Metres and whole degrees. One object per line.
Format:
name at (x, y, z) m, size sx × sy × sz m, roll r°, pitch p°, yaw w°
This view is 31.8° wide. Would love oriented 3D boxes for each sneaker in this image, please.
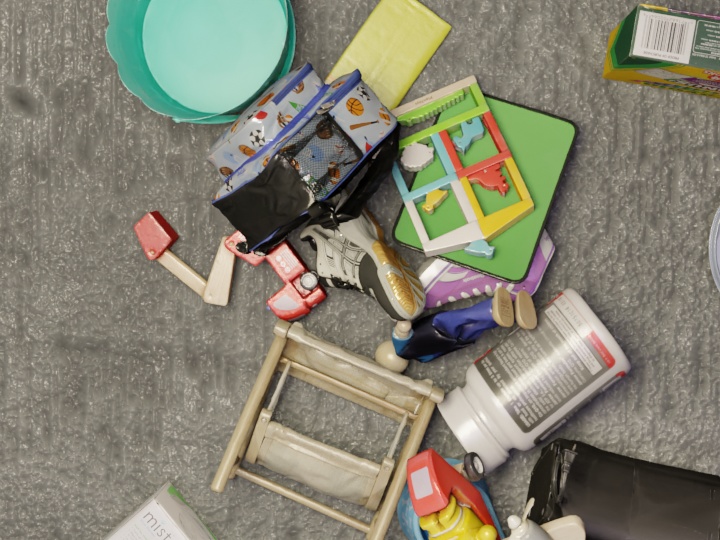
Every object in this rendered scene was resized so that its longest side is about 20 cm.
sneaker at (0.131, 0.016, 1.414) m, size 0.200 × 0.073 × 0.115 m, roll -40°, pitch 94°, yaw 4°
sneaker at (0.000, 0.000, 1.384) m, size 0.088 × 0.201 × 0.075 m, roll -43°, pitch 136°, yaw 10°

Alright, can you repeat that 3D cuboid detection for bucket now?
bucket at (-0.167, -0.261, 1.376) m, size 0.203 × 0.135 × 0.211 m, roll 0°, pitch 94°, yaw 3°

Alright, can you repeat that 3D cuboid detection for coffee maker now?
coffee maker at (0.287, 0.266, 1.362) m, size 0.197 × 0.192 × 0.137 m, roll 12°, pitch 85°, yaw 0°

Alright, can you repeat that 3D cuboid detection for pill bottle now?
pill bottle at (0.188, 0.124, 1.396) m, size 0.199 × 0.114 × 0.114 m, roll -38°, pitch 91°, yaw 4°

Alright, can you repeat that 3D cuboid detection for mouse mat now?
mouse mat at (0.138, -0.097, 1.395) m, size 0.159 × 0.008 × 0.202 m, roll 19°, pitch 75°, yaw 13°

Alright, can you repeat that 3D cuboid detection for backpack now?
backpack at (-0.058, -0.127, 1.337) m, size 0.190 × 0.199 × 0.155 m, roll -39°, pitch 102°, yaw -32°

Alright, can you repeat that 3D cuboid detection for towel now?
towel at (0.013, -0.218, 1.432) m, size 0.086 × 0.018 × 0.201 m, roll 35°, pitch 93°, yaw -5°

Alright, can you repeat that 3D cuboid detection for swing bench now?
swing bench at (-0.034, 0.181, 1.405) m, size 0.196 × 0.130 × 0.203 m, roll 23°, pitch 89°, yaw 1°

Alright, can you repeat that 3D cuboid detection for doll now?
doll at (0.090, 0.069, 1.386) m, size 0.199 × 0.135 × 0.049 m, roll -25°, pitch 67°, yaw 40°

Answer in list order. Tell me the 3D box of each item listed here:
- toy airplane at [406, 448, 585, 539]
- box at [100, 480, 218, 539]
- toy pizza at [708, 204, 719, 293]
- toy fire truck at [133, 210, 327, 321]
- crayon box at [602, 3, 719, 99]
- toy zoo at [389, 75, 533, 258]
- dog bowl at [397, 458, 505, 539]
toy airplane at (0.115, 0.305, 1.307) m, size 0.197 × 0.141 × 0.203 m, roll 21°, pitch 113°, yaw 15°
box at (-0.226, 0.378, 1.437) m, size 0.176 × 0.097 × 0.201 m, roll -41°, pitch 91°, yaw 3°
toy pizza at (0.488, -0.026, 1.416) m, size 0.197 × 0.032 × 0.204 m, roll 0°, pitch 94°, yaw 3°
toy fire truck at (-0.146, -0.010, 1.434) m, size 0.140 × 0.049 × 0.201 m, roll -37°, pitch 92°, yaw 4°
crayon box at (0.369, -0.223, 1.338) m, size 0.197 × 0.173 × 0.059 m, roll 11°, pitch 91°, yaw 2°
toy zoo at (0.105, -0.103, 1.387) m, size 0.130 × 0.020 × 0.202 m, roll -23°, pitch 71°, yaw 0°
dog bowl at (0.116, 0.314, 1.427) m, size 0.110 × 0.050 × 0.203 m, roll -24°, pitch 99°, yaw -5°
